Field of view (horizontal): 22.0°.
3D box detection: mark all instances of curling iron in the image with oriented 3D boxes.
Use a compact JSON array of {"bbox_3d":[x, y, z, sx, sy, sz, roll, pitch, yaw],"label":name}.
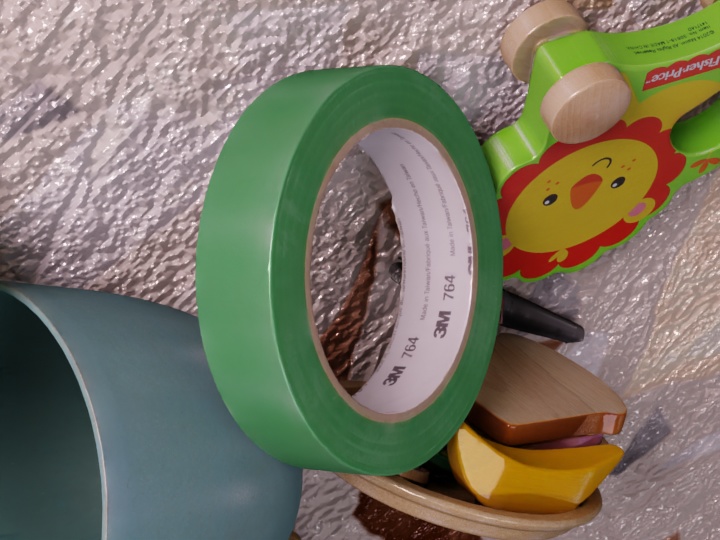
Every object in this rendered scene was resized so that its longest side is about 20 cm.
[{"bbox_3d":[0.081,0.023,1.098,0.200,0.049,0.026,24,92,-54],"label":"curling iron"}]

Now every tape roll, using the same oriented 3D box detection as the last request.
[{"bbox_3d":[0.000,0.000,0.920,0.200,0.048,0.202,-1,91,-54],"label":"tape roll"}]

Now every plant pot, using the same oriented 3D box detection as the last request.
[{"bbox_3d":[-0.127,0.103,0.937,0.160,0.201,0.201,-2,133,-46],"label":"plant pot"}]

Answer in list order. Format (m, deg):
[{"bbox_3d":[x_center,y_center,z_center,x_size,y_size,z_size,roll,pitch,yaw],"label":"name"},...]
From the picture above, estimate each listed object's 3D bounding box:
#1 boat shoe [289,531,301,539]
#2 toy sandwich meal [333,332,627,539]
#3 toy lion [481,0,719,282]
[{"bbox_3d":[-0.077,0.258,1.223,0.073,0.063,0.201,-7,135,-28],"label":"boat shoe"},{"bbox_3d":[0.062,0.086,1.056,0.204,0.205,0.071,7,107,-38],"label":"toy sandwich meal"},{"bbox_3d":[0.145,-0.073,1.034,0.199,0.069,0.192,-18,146,-17],"label":"toy lion"}]
